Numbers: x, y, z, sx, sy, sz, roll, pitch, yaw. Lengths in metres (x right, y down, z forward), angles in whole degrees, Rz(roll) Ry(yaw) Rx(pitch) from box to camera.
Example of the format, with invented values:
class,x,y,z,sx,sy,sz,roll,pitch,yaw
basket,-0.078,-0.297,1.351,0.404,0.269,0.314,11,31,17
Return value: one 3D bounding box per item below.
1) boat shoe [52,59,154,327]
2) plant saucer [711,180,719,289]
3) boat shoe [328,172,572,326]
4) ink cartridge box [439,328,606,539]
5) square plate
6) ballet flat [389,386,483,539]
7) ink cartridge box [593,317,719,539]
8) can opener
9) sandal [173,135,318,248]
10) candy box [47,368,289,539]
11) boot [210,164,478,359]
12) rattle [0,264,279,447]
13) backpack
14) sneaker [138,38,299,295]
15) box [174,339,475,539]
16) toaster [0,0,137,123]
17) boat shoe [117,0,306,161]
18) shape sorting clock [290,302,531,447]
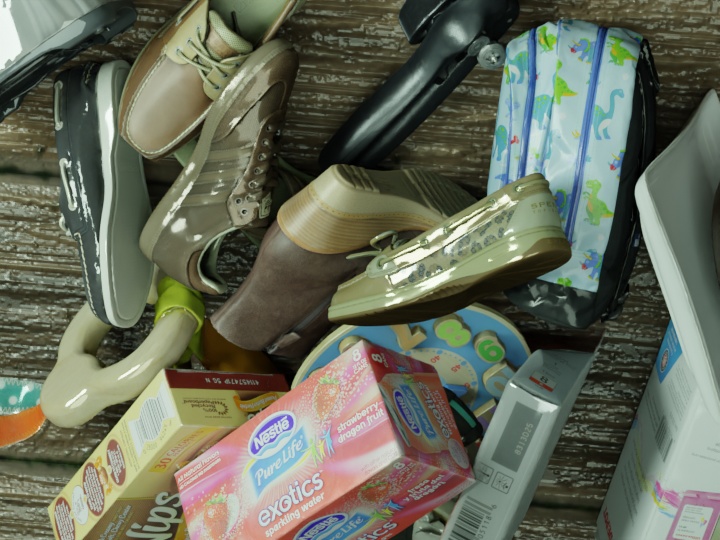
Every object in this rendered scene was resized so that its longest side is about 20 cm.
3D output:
class,x,y,z,sx,sy,sz,roll,pitch,yaw
boat shoe,-0.198,-0.057,1.390,0.060,0.074,0.202,-5,89,21
plant saucer,0.303,-0.003,1.366,0.036,0.201,0.202,-12,112,30
boat shoe,0.059,-0.008,1.310,0.199,0.073,0.063,-20,74,31
ink cartridge box,0.124,0.130,1.416,0.050,0.200,0.163,24,110,8
square plate,0.255,-0.010,1.354,0.028,0.200,0.199,-13,106,30
ballet flat,0.054,0.173,1.447,0.068,0.068,0.201,29,141,15
ink cartridge box,0.257,0.159,1.444,0.084,0.145,0.201,16,110,-5
can opener,0.043,-0.141,1.391,0.063,0.079,0.200,15,121,-46
sandal,-0.072,-0.052,1.417,0.201,0.057,0.080,39,108,-18
candy box,-0.147,0.155,1.442,0.115,0.056,0.200,6,140,-38
boot,0.000,0.000,1.408,0.199,0.073,0.167,13,126,-40
rattle,-0.186,0.096,1.452,0.200,0.130,0.143,-46,143,-4
backpack,0.156,-0.081,1.352,0.153,0.163,0.201,24,109,10
sneaker,-0.084,-0.073,1.352,0.075,0.070,0.201,37,114,9
box,-0.029,0.151,1.354,0.199,0.103,0.094,-36,144,25
toaster,-0.270,-0.185,1.340,0.199,0.114,0.130,-33,92,13
boat shoe,-0.105,-0.169,1.344,0.075,0.074,0.201,37,91,-9
shape sorting clock,0.041,0.100,1.454,0.198,0.039,0.201,-11,136,-10
